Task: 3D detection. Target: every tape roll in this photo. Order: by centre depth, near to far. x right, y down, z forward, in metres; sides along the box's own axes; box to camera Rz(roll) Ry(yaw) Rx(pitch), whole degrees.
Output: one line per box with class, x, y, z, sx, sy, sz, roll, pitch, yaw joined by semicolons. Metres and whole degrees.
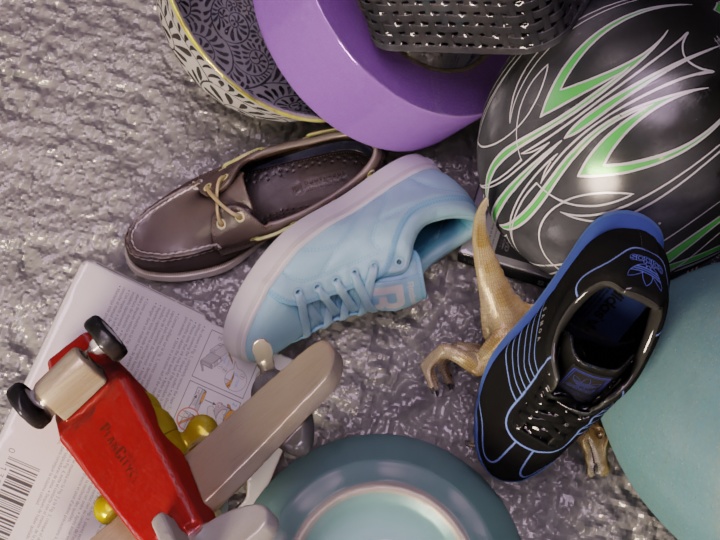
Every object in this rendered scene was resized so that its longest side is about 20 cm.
tape roll;0.025;-0.187;0.826;0.199;0.065;0.202;13;67;-32

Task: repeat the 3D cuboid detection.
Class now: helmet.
helmet;0.170;-0.084;0.759;0.189;0.200;0.201;-22;72;-20

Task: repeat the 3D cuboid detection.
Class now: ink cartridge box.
ink cartridge box;-0.148;0.121;0.802;0.175;0.045;0.202;26;74;-12

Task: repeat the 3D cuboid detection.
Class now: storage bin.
storage bin;0.087;-0.229;0.739;0.134;0.094;0.201;8;48;32

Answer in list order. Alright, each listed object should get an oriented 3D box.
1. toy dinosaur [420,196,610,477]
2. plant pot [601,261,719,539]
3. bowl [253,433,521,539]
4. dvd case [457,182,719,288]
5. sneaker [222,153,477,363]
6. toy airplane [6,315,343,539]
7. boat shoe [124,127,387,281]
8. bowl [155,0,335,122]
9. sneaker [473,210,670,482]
toy dinosaur;0.093;0.050;0.786;0.100;0.058;0.201;-26;103;14
plant pot;0.225;0.077;0.739;0.134;0.200;0.201;21;70;47
bowl;0.012;0.192;0.733;0.198;0.105;0.203;0;73;0
dvd case;0.184;-0.049;0.850;0.198;0.025;0.152;16;74;9
sneaker;0.000;0.000;0.798;0.200;0.074;0.082;-41;55;-17
toy airplane;-0.111;0.134;0.711;0.198;0.141;0.201;-2;64;19
boat shoe;-0.075;-0.050;0.844;0.198;0.060;0.072;-18;72;-3
bowl;-0.073;-0.182;0.852;0.199;0.094;0.203;14;65;-33
sneaker;0.117;0.061;0.701;0.070;0.201;0.078;21;32;-2
